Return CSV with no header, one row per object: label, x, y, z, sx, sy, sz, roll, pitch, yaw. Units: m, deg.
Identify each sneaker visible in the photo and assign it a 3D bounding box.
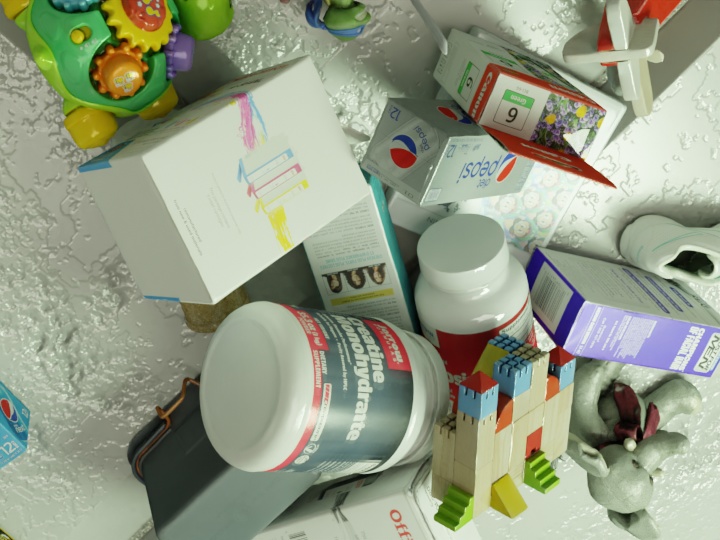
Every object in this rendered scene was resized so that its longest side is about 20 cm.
sneaker,0.373,-0.013,1.165,0.196,0.080,0.072,-2,116,-15

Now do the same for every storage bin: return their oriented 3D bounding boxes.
storage bin,-0.132,0.184,1.102,0.200,0.135,0.145,-43,119,8

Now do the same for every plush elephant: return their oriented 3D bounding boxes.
plush elephant,0.282,0.188,1.198,0.199,0.155,0.165,-41,119,8

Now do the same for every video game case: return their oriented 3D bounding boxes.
video game case,0.137,-0.108,1.086,0.180,0.024,0.202,21,109,-23

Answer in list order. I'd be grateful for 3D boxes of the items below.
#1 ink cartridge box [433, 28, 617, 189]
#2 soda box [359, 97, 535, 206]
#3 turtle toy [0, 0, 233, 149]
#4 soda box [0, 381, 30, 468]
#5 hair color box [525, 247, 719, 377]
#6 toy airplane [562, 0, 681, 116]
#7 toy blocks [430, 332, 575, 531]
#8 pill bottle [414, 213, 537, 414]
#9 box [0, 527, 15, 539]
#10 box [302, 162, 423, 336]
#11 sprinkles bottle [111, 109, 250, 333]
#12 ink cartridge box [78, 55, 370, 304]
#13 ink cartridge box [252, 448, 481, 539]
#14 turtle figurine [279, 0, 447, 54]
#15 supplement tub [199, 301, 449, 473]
ink cartridge box,0.142,-0.140,0.941,0.107,0.201,0.051,15,111,-21
soda box,0.085,-0.104,0.959,0.199,0.068,0.064,-13,132,-58
turtle toy,-0.181,-0.196,0.890,0.100,0.199,0.148,-22,100,40
soda box,-0.414,0.187,1.068,0.198,0.068,0.065,-34,119,4
hair color box,0.269,0.044,1.137,0.197,0.110,0.066,9,116,-25
toy airplane,0.227,-0.243,0.974,0.197,0.140,0.204,-1,107,-50
toy blocks,0.132,0.126,1.016,0.198,0.099,0.139,-23,124,-42
pill bottle,0.114,0.050,1.095,0.110,0.113,0.202,-19,128,-4
box,-0.446,0.332,1.145,0.199,0.050,0.160,-36,122,5
box,0.000,0.000,1.078,0.081,0.049,0.203,-10,121,13
sprinkles bottle,-0.160,-0.042,1.017,0.067,0.068,0.203,-19,120,-4
ink cartridge box,-0.100,-0.079,0.914,0.199,0.128,0.127,-37,111,-31
ink cartridge box,0.013,0.275,1.089,0.198,0.085,0.148,-21,100,31
turtle figurine,0.019,-0.289,0.899,0.143,0.198,0.197,-34,122,-35
supplement tub,-0.030,0.107,0.993,0.198,0.140,0.142,10,116,-43
